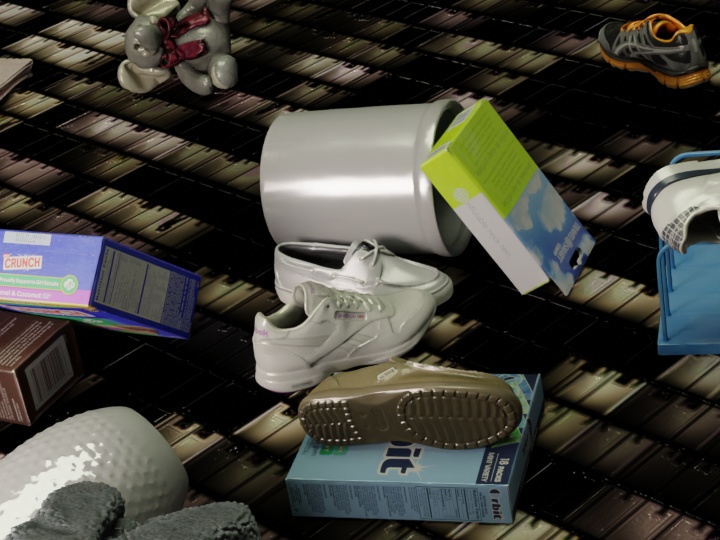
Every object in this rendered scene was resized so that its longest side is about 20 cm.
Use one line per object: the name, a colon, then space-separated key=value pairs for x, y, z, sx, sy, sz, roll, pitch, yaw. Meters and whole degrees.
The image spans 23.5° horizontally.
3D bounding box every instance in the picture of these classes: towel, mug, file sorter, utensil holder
towel: x=-0.605 y=-0.262 z=2.534 sx=0.200 sy=0.032 sz=0.191 roll=3 pitch=30 yaw=22
mug: x=-0.216 y=0.218 z=1.416 sx=0.175 sy=0.148 sz=0.200 roll=-41 pitch=80 yaw=-23
file sorter: x=0.361 y=-0.022 z=1.689 sx=0.138 sy=0.123 sz=0.200 roll=-3 pitch=30 yaw=15
utensil holder: x=0.011 y=-0.098 z=1.900 sx=0.200 sy=0.170 sz=0.170 roll=-1 pitch=30 yaw=22

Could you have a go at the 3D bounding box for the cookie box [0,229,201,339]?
cookie box: x=-0.288 y=0.014 z=1.774 sx=0.171 sy=0.075 sz=0.200 roll=5 pitch=-9 yaw=25

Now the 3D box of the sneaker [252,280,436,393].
sneaker: x=-0.014 y=0.050 z=1.707 sx=0.200 sy=0.100 sz=0.075 roll=-21 pitch=28 yaw=-22

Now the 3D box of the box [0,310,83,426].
box: x=-0.397 y=0.093 z=1.782 sx=0.200 sy=0.075 sz=0.100 roll=9 pitch=34 yaw=28

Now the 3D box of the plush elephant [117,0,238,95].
plush elephant: x=-0.260 y=-0.322 z=2.405 sx=0.154 sy=0.165 sz=0.200 roll=-2 pitch=-2 yaw=-12

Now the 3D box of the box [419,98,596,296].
box: x=0.157 y=-0.070 z=1.811 sx=0.048 sy=0.200 sz=0.122 roll=-31 pitch=14 yaw=37

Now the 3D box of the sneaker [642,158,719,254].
sneaker: x=0.362 y=-0.066 z=1.582 sx=0.200 sy=0.077 sz=0.081 roll=-18 pitch=41 yaw=-5

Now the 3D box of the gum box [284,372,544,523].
gum box: x=0.052 y=0.155 z=1.551 sx=0.200 sy=0.045 sz=0.170 roll=0 pitch=30 yaw=17

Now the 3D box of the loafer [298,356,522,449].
loafer: x=0.045 y=0.109 z=1.509 sx=0.200 sy=0.076 sz=0.067 roll=0 pitch=38 yaw=17

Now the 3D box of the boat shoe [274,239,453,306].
boat shoe: x=0.000 y=0.000 z=1.822 sx=0.200 sy=0.069 sz=0.072 roll=7 pitch=33 yaw=29

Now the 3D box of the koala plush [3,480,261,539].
koala plush: x=-0.179 y=0.279 z=1.254 sx=0.177 sy=0.200 sz=0.184 roll=6 pitch=14 yaw=19

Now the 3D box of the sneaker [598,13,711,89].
sneaker: x=0.378 y=-0.296 z=2.229 sx=0.078 sy=0.077 sz=0.200 roll=-25 pitch=31 yaw=-23
